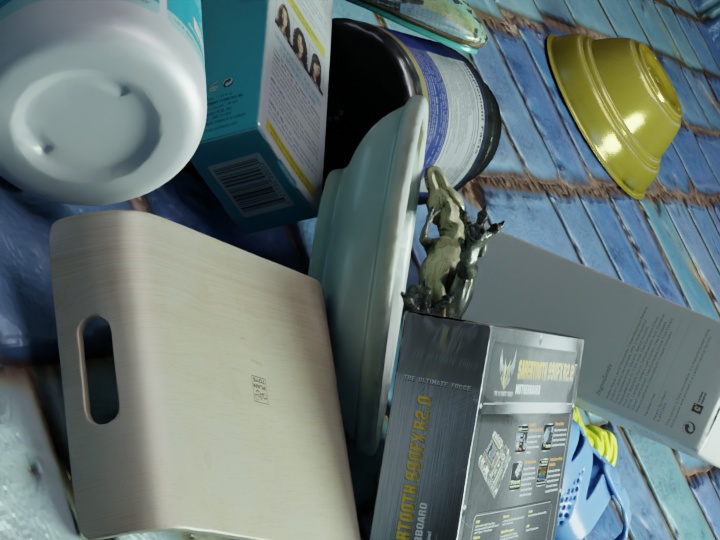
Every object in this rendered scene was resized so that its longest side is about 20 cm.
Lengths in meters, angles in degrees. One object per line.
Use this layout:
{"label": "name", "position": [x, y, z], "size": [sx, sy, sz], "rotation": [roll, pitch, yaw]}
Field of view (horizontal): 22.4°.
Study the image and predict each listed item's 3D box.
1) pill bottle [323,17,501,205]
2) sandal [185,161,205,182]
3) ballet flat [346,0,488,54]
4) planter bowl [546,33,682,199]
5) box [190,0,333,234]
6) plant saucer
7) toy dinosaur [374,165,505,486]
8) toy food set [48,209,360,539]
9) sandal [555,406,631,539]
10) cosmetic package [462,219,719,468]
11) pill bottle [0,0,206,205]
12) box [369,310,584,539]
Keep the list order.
{"label": "pill bottle", "position": [0.020, -0.098, 1.181], "size": [0.112, 0.111, 0.200], "rotation": [64, 21, 9]}
{"label": "sandal", "position": [-0.104, -0.147, 1.046], "size": [0.201, 0.048, 0.075], "rotation": [65, 22, 8]}
{"label": "ballet flat", "position": [-0.002, -0.200, 1.170], "size": [0.199, 0.075, 0.074], "rotation": [22, 13, 18]}
{"label": "planter bowl", "position": [0.283, -0.182, 1.924], "size": [0.200, 0.083, 0.201], "rotation": [47, 25, -30]}
{"label": "box", "position": [-0.056, -0.126, 1.035], "size": [0.082, 0.049, 0.201], "rotation": [56, 28, -47]}
{"label": "plant saucer", "position": [0.000, 0.000, 1.010], "size": [0.200, 0.050, 0.202], "rotation": [9, 90, -86]}
{"label": "toy dinosaur", "position": [0.044, 0.016, 1.019], "size": [0.088, 0.047, 0.201], "rotation": [106, -2, -60]}
{"label": "toy food set", "position": [-0.071, 0.065, 0.860], "size": [0.200, 0.060, 0.144], "rotation": [22, 55, -57]}
{"label": "sandal", "position": [0.126, 0.138, 1.175], "size": [0.200, 0.079, 0.088], "rotation": [23, 46, -56]}
{"label": "cosmetic package", "position": [0.155, 0.049, 1.180], "size": [0.199, 0.085, 0.108], "rotation": [25, -1, 23]}
{"label": "pill bottle", "position": [-0.132, -0.135, 0.883], "size": [0.111, 0.110, 0.201], "rotation": [43, 28, -38]}
{"label": "box", "position": [0.064, 0.107, 0.978], "size": [0.200, 0.048, 0.160], "rotation": [9, 89, -69]}
